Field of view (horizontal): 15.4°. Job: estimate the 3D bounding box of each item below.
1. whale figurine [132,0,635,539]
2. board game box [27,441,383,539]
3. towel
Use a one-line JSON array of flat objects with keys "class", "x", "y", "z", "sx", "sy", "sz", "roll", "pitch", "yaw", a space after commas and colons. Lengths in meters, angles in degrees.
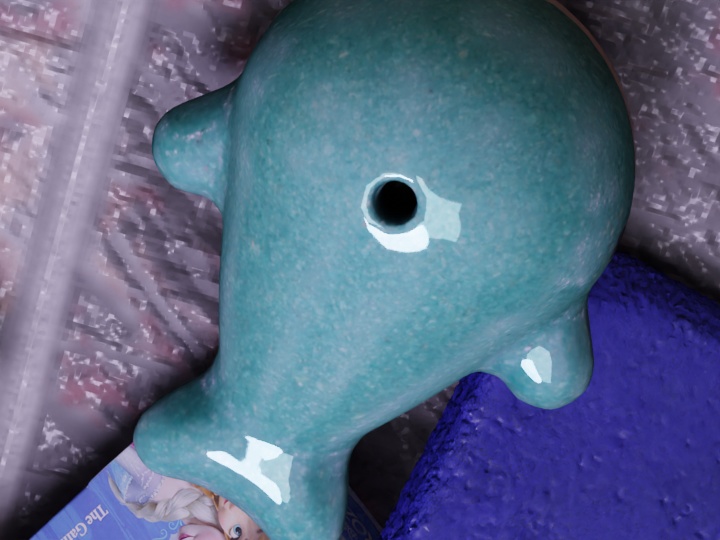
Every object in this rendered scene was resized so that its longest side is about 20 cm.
[{"class": "whale figurine", "x": 0.000, "y": 0.000, "z": 0.824, "sx": 0.159, "sy": 0.104, "sz": 0.200, "roll": 33, "pitch": 105, "yaw": 1}, {"class": "board game box", "x": -0.053, "y": 0.171, "z": 0.948, "sx": 0.200, "sy": 0.043, "sz": 0.199, "roll": -42, "pitch": 82, "yaw": 22}, {"class": "towel", "x": 0.110, "y": 0.090, "z": 0.912, "sx": 0.200, "sy": 0.050, "sz": 0.148, "roll": 30, "pitch": 82, "yaw": -16}]
